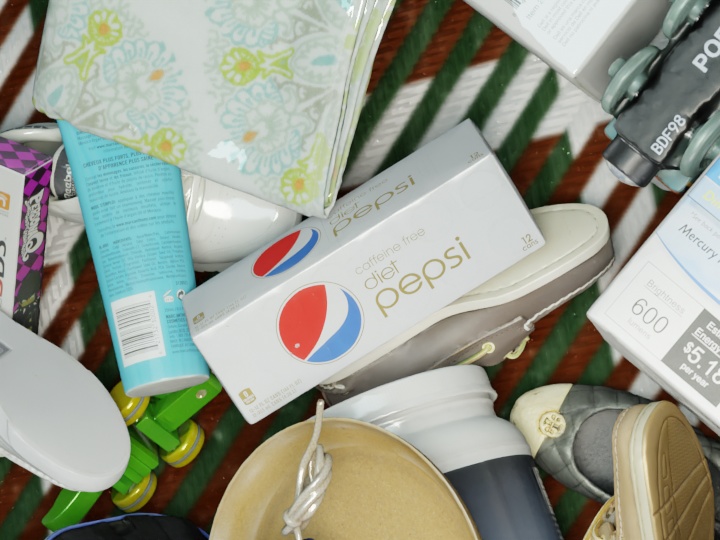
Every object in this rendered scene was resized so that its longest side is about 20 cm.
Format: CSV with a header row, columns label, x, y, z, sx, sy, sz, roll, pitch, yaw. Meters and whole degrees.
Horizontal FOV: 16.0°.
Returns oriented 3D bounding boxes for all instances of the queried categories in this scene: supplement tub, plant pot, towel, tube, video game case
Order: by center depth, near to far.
label,x,y,z,sx,sy,sz,roll,pitch,yaw
plant pot,-0.002,0.178,1.370,0.199,0.027,0.201,1,92,39
supplement tub,0.047,0.168,1.437,0.140,0.140,0.201,-24,76,15
towel,-0.083,-0.137,1.444,0.199,0.048,0.172,22,113,13
tube,-0.132,-0.028,1.507,0.077,0.050,0.201,-10,81,-7
video game case,-0.286,-0.020,1.591,0.199,0.036,0.182,23,123,20

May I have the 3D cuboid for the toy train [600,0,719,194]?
label,x,y,z,sx,sy,sz,roll,pitch,yaw
toy train,0.212,-0.126,1.430,0.085,0.114,0.200,40,98,17

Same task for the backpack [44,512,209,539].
label,x,y,z,sx,sy,sz,roll,pitch,yaw
backpack,-0.131,0.251,1.470,0.147,0.183,0.200,-46,62,31

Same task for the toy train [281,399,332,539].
label,x,y,z,sx,sy,sz,roll,pitch,yaw
toy train,-0.005,0.180,1.308,0.115,0.085,0.201,24,107,25

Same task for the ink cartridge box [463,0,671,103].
label,x,y,z,sx,sy,sz,roll,pitch,yaw
ink cartridge box,0.102,-0.217,1.496,0.200,0.087,0.146,39,96,18

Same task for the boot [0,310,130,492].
label,x,y,z,sx,sy,sz,roll,pitch,yaw
boot,-0.222,0.084,1.542,0.200,0.073,0.096,41,135,21

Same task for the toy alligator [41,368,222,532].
label,x,y,z,sx,sy,sz,roll,pitch,yaw
toy alligator,-0.122,0.081,1.557,0.200,0.059,0.054,-44,31,9

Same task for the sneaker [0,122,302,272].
label,x,y,z,sx,sy,sz,roll,pitch,yaw
sneaker,-0.133,-0.047,1.561,0.199,0.080,0.077,10,85,19

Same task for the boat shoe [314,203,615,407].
label,x,y,z,sx,sy,sz,roll,pitch,yaw
boat shoe,0.063,0.027,1.492,0.199,0.060,0.072,-27,31,11

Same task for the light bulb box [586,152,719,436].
label,x,y,z,sx,sy,sz,roll,pitch,yaw
light bulb box,0.260,0.015,1.368,0.198,0.125,0.200,40,90,12

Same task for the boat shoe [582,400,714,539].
label,x,y,z,sx,sy,sz,roll,pitch,yaw
boat shoe,0.153,0.158,1.398,0.069,0.074,0.201,7,123,32

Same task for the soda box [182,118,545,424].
label,x,y,z,sx,sy,sz,roll,pitch,yaw
soda box,0.000,0.000,1.459,0.200,0.064,0.068,-32,114,3

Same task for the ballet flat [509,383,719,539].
label,x,y,z,sx,sy,sz,roll,pitch,yaw
ballet flat,0.173,0.114,1.443,0.199,0.057,0.067,24,92,21
